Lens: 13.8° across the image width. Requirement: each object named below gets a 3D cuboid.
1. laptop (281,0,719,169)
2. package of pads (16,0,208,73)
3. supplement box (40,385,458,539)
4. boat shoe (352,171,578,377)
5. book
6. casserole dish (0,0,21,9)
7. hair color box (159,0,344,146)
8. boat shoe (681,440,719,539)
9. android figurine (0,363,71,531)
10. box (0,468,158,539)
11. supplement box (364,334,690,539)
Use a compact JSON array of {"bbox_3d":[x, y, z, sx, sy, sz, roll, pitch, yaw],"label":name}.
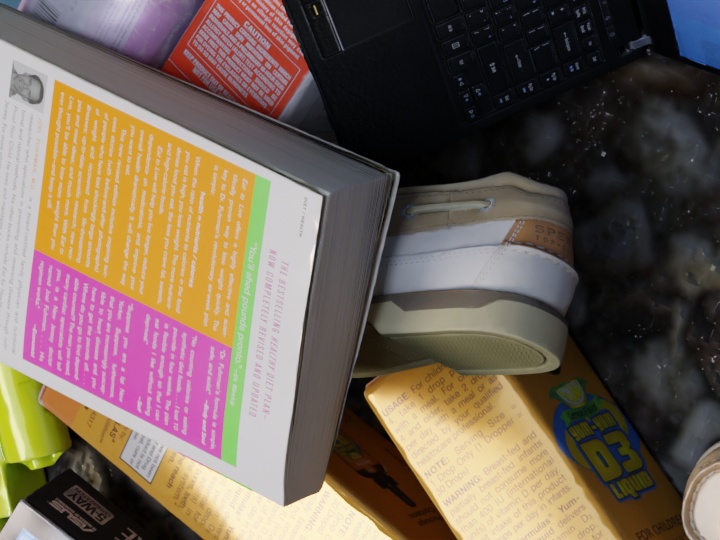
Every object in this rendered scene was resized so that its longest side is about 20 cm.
[{"bbox_3d":[0.082,-0.094,1.082,0.200,0.177,0.103,-24,51,-1],"label":"laptop"},{"bbox_3d":[-0.061,-0.144,1.207,0.076,0.120,0.200,40,114,21],"label":"package of pads"},{"bbox_3d":[-0.037,0.084,1.248,0.200,0.067,0.069,36,114,23],"label":"supplement box"},{"bbox_3d":[0.000,0.000,1.166,0.200,0.075,0.069,2,71,35],"label":"boat shoe"},{"bbox_3d":[-0.089,-0.008,1.145,0.200,0.048,0.134,25,115,30],"label":"book"},{"bbox_3d":[-0.184,-0.110,1.254,0.121,0.200,0.039,-17,71,-5],"label":"casserole dish"},{"bbox_3d":[0.012,-0.127,1.171,0.064,0.111,0.200,46,116,21],"label":"hair color box"},{"bbox_3d":[0.205,0.107,1.111,0.200,0.069,0.074,12,103,29],"label":"boat shoe"},{"bbox_3d":[-0.213,0.059,1.376,0.182,0.041,0.200,-10,93,32],"label":"android figurine"},{"bbox_3d":[-0.127,0.214,1.322,0.158,0.050,0.200,39,115,8],"label":"box"},{"bbox_3d":[0.089,0.107,1.184,0.069,0.067,0.200,-43,75,28],"label":"supplement box"}]
